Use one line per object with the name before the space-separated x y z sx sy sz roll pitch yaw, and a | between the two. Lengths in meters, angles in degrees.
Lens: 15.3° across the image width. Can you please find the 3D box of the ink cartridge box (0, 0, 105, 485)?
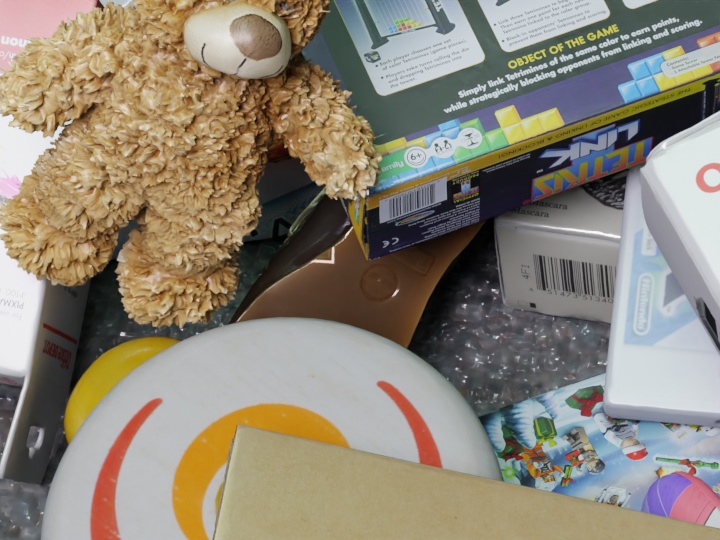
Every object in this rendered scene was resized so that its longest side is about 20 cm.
ink cartridge box | -0.153 -0.013 1.139 0.067 0.116 0.201 10 84 4

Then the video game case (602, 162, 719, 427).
video game case | 0.201 -0.028 1.117 0.181 0.022 0.201 5 72 10

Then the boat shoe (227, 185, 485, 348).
boat shoe | 0.000 0.000 1.169 0.200 0.070 0.070 -49 14 3

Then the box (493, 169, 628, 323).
box | 0.123 -0.074 1.224 0.082 0.069 0.201 8 55 14

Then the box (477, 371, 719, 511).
box | 0.160 0.091 1.109 0.199 0.040 0.137 -19 53 -6

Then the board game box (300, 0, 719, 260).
board game box | 0.063 -0.114 1.114 0.199 0.057 0.166 -19 62 -9

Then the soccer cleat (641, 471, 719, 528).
soccer cleat | 0.139 0.173 1.004 0.076 0.067 0.201 -17 75 -13

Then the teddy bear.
teddy bear | -0.068 -0.054 1.018 0.145 0.200 0.067 40 34 -15

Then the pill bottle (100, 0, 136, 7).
pill bottle | -0.137 -0.169 1.311 0.111 0.111 0.200 -26 53 -11

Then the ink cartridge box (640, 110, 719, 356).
ink cartridge box | 0.218 0.018 1.043 0.146 0.083 0.201 -27 70 -1

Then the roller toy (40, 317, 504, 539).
roller toy | -0.028 0.116 1.050 0.181 0.140 0.201 -4 55 7

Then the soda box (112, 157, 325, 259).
soda box | -0.074 -0.054 1.240 0.199 0.069 0.064 -7 52 4

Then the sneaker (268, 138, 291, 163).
sneaker | -0.030 -0.142 1.196 0.073 0.077 0.201 2 64 23

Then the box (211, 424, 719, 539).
box | 0.037 0.150 0.943 0.199 0.021 0.164 12 63 -3
